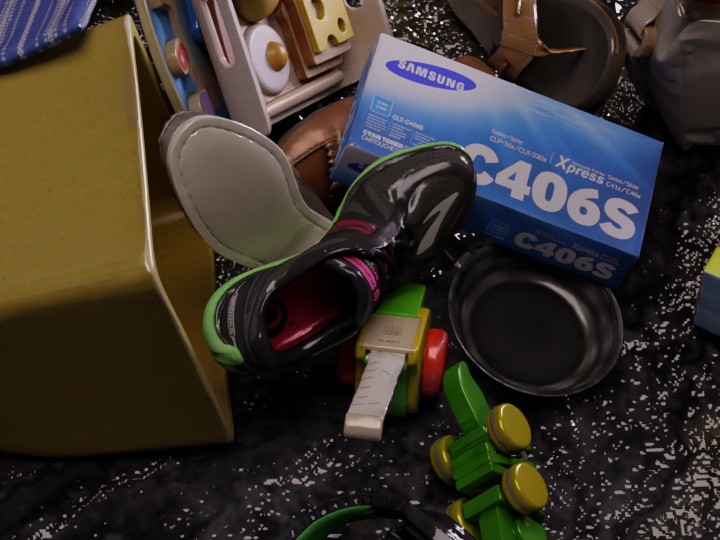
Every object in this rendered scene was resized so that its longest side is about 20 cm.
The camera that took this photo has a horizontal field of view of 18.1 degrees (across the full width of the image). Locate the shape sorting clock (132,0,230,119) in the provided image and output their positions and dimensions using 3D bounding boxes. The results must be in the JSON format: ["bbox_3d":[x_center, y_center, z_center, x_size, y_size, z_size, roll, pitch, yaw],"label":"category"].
[{"bbox_3d":[-0.108,-0.156,1.468,0.039,0.200,0.201,-18,55,8],"label":"shape sorting clock"}]

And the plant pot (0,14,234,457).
[{"bbox_3d":[-0.201,-0.003,1.369,0.198,0.195,0.197,-12,55,5],"label":"plant pot"}]

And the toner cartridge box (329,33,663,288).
[{"bbox_3d":[0.088,-0.070,1.443,0.199,0.043,0.096,20,56,-6],"label":"toner cartridge box"}]

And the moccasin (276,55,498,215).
[{"bbox_3d":[0.017,-0.073,1.490,0.200,0.074,0.078,-21,49,-26],"label":"moccasin"}]

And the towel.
[{"bbox_3d":[-0.247,-0.153,1.393,0.199,0.024,0.145,-19,32,17],"label":"towel"}]

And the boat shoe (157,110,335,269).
[{"bbox_3d":[-0.065,-0.041,1.383,0.072,0.200,0.059,-50,47,1],"label":"boat shoe"}]

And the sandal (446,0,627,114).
[{"bbox_3d":[0.106,-0.166,1.524,0.054,0.082,0.200,-3,34,-35],"label":"sandal"}]

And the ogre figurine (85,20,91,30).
[{"bbox_3d":[-0.271,-0.104,1.486,0.120,0.201,0.098,35,20,36],"label":"ogre figurine"}]

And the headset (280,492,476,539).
[{"bbox_3d":[0.033,0.189,1.273,0.198,0.094,0.124,6,70,22],"label":"headset"}]

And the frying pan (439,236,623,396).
[{"bbox_3d":[0.074,0.018,1.426,0.189,0.031,0.115,22,54,0],"label":"frying pan"}]

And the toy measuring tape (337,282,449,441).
[{"bbox_3d":[0.015,0.071,1.363,0.073,0.074,0.200,8,26,5],"label":"toy measuring tape"}]

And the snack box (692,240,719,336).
[{"bbox_3d":[0.331,-0.019,1.452,0.168,0.068,0.200,26,59,17],"label":"snack box"}]

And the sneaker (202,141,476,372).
[{"bbox_3d":[0.000,0.000,1.351,0.200,0.077,0.084,-41,27,-15],"label":"sneaker"}]

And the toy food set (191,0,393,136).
[{"bbox_3d":[-0.043,-0.178,1.477,0.060,0.145,0.200,-14,10,31],"label":"toy food set"}]

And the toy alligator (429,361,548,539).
[{"bbox_3d":[0.090,0.149,1.345,0.054,0.059,0.201,17,49,-44],"label":"toy alligator"}]

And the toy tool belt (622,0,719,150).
[{"bbox_3d":[0.226,-0.182,1.486,0.124,0.201,0.124,-9,54,6],"label":"toy tool belt"}]
